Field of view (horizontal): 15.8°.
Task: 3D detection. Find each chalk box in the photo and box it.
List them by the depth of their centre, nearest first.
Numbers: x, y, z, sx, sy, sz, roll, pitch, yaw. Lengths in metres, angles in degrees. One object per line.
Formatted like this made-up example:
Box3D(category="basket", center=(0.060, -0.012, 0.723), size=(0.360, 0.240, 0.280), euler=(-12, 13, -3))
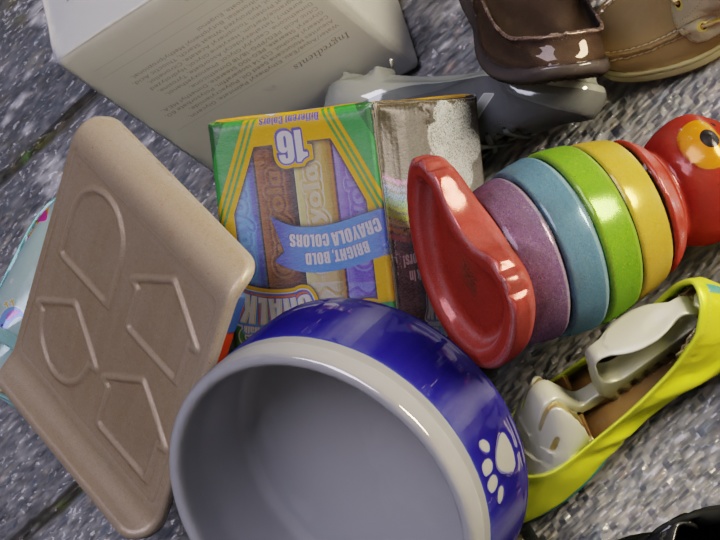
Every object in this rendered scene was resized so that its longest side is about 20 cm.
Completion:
Box3D(category="chalk box", center=(0.000, 0.000, 1.570), size=(0.123, 0.124, 0.201), euler=(-3, 94, 33))

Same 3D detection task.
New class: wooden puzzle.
Box3D(category="wooden puzzle", center=(-0.139, 0.034, 1.595), size=(0.185, 0.046, 0.201), euler=(44, 122, 39))

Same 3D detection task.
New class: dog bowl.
Box3D(category="dog bowl", center=(-0.007, 0.120, 1.494), size=(0.199, 0.201, 0.079), euler=(-3, 24, 33))

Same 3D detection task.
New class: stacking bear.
Box3D(category="stacking bear", center=(0.140, -0.029, 1.491), size=(0.199, 0.114, 0.122), euler=(-22, 57, -18))

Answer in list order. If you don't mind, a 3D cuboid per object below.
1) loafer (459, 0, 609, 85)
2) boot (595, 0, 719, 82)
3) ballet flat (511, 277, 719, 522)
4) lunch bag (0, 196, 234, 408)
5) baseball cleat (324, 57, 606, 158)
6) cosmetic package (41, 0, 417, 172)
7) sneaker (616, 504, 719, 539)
Box3D(category="loafer", center=(0.098, -0.170, 1.589), size=(0.073, 0.071, 0.200), euler=(-8, 27, -12))
Box3D(category="boot", center=(0.196, -0.193, 1.529), size=(0.199, 0.155, 0.073), euler=(-22, 58, 25))
Box3D(category="ballet flat", center=(0.135, 0.070, 1.503), size=(0.200, 0.067, 0.067), euler=(-38, 53, 13))
Box3D(category="lunch bag", center=(-0.159, 0.047, 1.705), size=(0.200, 0.077, 0.161), euler=(27, 85, 39))
Box3D(category="baseball cleat", center=(0.064, -0.079, 1.634), size=(0.199, 0.070, 0.107), euler=(2, 85, 37))
Box3D(category="cosmetic package", center=(-0.095, -0.195, 1.698), size=(0.165, 0.200, 0.165), euler=(-30, 55, 18))
Box3D(category="sneaker", center=(0.167, 0.162, 1.424), size=(0.199, 0.087, 0.076), euler=(-21, 58, 25))
